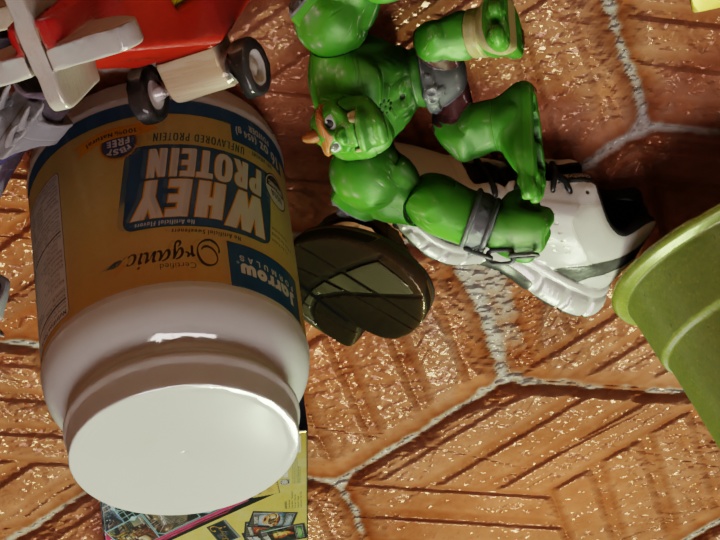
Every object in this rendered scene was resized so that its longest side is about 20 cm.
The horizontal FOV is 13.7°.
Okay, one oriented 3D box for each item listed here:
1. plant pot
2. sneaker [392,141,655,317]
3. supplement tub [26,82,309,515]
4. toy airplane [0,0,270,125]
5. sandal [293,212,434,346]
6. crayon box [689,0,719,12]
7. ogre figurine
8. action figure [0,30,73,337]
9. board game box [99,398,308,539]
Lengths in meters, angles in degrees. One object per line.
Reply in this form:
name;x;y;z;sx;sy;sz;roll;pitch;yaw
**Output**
plant pot;0.270;0.065;1.718;0.199;0.191;0.200;-18;158;-7
sneaker;0.084;-0.041;1.695;0.199;0.074;0.080;19;125;-40
supplement tub;-0.103;0.014;1.606;0.144;0.201;0.145;-6;144;-4
toy airplane;-0.124;-0.146;1.441;0.199;0.142;0.199;-11;178;-20
sandal;0.000;0.000;1.690;0.082;0.055;0.200;38;167;-2
crayon box;0.232;-0.228;1.475;0.171;0.059;0.200;-13;144;4
ogre figurine;0.031;-0.093;1.575;0.119;0.099;0.201;-6;137;13
action figure;-0.220;-0.041;1.592;0.069;0.130;0.201;-27;151;-52
board game box;-0.101;0.151;1.928;0.134;0.035;0.201;-5;143;-5
